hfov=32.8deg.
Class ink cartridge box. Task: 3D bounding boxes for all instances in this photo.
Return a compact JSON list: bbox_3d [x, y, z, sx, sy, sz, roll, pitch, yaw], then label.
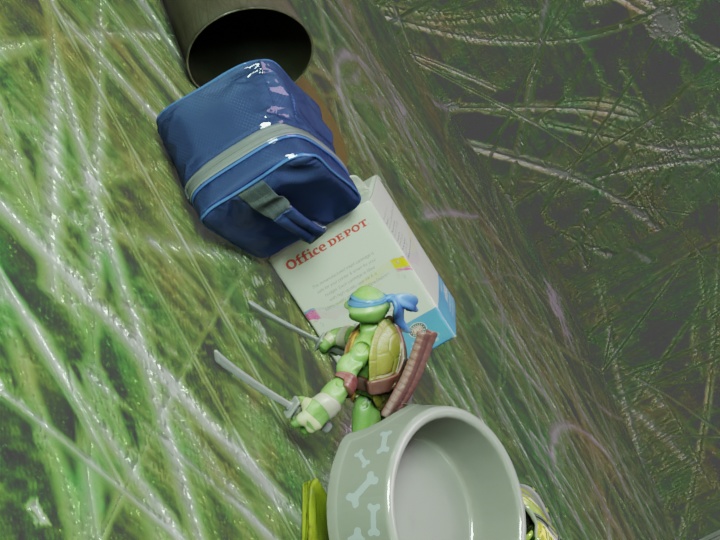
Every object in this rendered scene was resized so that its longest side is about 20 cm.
[{"bbox_3d":[0.000,0.000,1.329,0.200,0.128,0.125,58,13,-12],"label":"ink cartridge box"}]

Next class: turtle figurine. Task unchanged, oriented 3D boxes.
[{"bbox_3d":[-0.028,0.114,1.109,0.144,0.199,0.195,-148,-136,-70],"label":"turtle figurine"}]

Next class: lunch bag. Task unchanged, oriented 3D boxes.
[{"bbox_3d":[-0.089,-0.092,1.174,0.133,0.136,0.200,66,13,20],"label":"lunch bag"}]

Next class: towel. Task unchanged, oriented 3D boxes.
[{"bbox_3d":[0.011,0.270,1.046,0.200,0.018,0.086,54,14,-26],"label":"towel"}]

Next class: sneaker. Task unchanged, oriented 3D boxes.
[{"bbox_3d":[0.233,0.369,1.580,0.200,0.075,0.076,55,18,22],"label":"sneaker"}]

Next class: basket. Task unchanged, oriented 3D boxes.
[{"bbox_3d":[-0.161,-0.315,1.396,0.180,0.136,0.200,26,33,-59],"label":"basket"}]

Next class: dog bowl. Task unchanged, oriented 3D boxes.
[{"bbox_3d":[0.063,0.203,1.011,0.200,0.059,0.201,19,64,-43],"label":"dog bowl"}]

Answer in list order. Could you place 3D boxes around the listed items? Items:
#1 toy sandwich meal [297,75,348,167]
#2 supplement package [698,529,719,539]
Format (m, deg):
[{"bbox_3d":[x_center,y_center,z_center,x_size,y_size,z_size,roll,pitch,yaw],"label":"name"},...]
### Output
[{"bbox_3d":[-0.086,-0.175,1.526,0.205,0.070,0.205,50,20,-26],"label":"toy sandwich meal"},{"bbox_3d":[0.613,0.596,2.220,0.156,0.200,0.111,56,14,-18],"label":"supplement package"}]
